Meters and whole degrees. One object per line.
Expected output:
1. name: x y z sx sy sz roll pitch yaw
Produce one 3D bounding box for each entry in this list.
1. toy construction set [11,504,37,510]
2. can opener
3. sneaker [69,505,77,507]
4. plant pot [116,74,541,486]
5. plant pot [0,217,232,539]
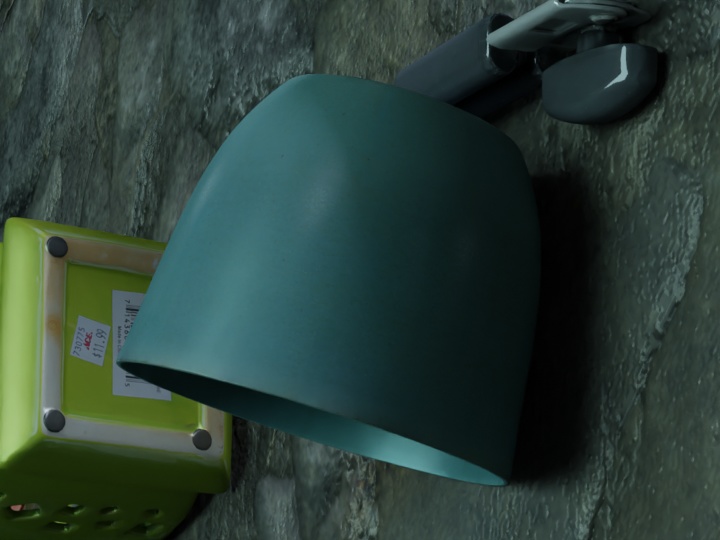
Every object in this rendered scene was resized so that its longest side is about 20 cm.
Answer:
1. toy construction set: -0.293 0.175 1.624 0.201 0.092 0.131 -64 0 -3
2. can opener: 0.075 -0.098 0.976 0.200 0.052 0.067 167 108 -64
3. sneaker: -0.258 0.247 1.595 0.200 0.078 0.091 -52 28 42
4. plant pot: 0.000 0.000 0.961 0.200 0.200 0.162 -3 67 65
5. plant pot: -0.193 0.075 1.353 0.181 0.198 0.201 -28 57 52
